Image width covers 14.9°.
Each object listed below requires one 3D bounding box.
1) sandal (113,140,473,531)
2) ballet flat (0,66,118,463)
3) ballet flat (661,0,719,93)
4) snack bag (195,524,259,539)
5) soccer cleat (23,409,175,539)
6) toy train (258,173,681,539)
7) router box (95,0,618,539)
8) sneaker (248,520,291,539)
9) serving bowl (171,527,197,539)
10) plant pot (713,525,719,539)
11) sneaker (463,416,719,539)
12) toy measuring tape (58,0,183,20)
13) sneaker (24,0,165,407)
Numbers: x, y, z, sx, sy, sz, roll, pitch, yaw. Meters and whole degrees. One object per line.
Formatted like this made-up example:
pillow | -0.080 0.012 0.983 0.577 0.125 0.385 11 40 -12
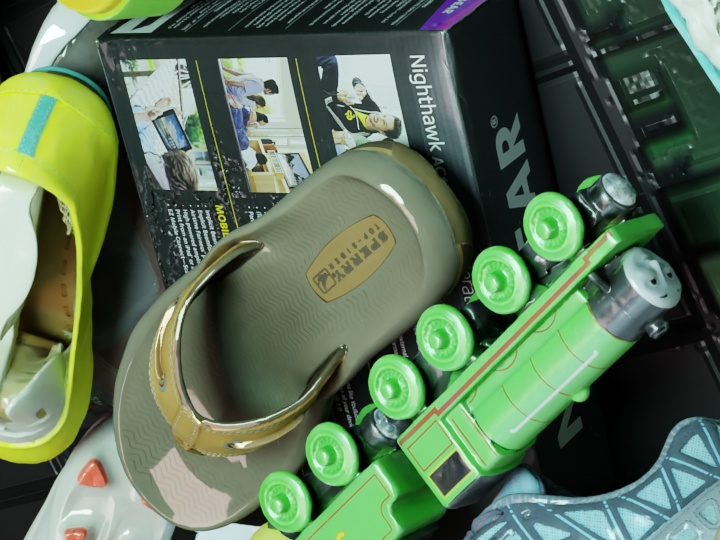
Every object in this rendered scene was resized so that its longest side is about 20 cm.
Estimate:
sandal | -0.035 0.028 0.949 0.080 0.054 0.200 47 133 2
ballet flat | -0.131 0.015 1.023 0.067 0.067 0.200 15 131 0
ballet flat | 0.092 -0.122 0.804 0.200 0.072 0.072 48 142 -10
snack bag | -0.001 0.154 1.077 0.189 0.021 0.200 34 112 28
soccer cleat | -0.125 0.146 1.141 0.069 0.078 0.200 27 103 -6
toy train | 0.035 0.043 0.914 0.056 0.042 0.200 54 128 14
router box | 0.000 0.000 0.981 0.149 0.051 0.200 2 117 34
sneaker | -0.028 0.189 1.017 0.078 0.090 0.200 9 108 31
serving bowl | -0.078 0.209 1.202 0.200 0.066 0.200 25 131 32
plant pot | 0.202 0.104 0.759 0.200 0.200 0.177 50 150 8
sneaker | 0.062 0.116 0.929 0.200 0.079 0.096 -28 60 15
toy measuring tape | -0.060 -0.112 0.930 0.200 0.074 0.074 22 129 48
sneaker | -0.083 -0.027 1.065 0.082 0.077 0.200 14 132 15
